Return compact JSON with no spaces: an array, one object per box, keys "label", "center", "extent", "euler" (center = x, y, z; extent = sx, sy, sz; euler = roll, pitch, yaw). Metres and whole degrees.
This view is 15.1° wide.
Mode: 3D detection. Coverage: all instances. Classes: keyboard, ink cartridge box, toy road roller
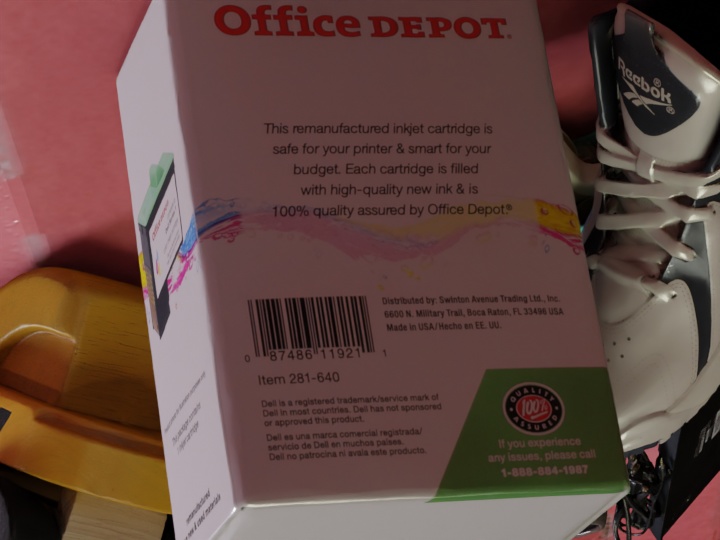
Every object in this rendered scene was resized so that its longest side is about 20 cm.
[{"label":"keyboard","center":[0.160,0.076,1.379],"extent":[0.104,0.040,0.200],"euler":[-46,160,-18]},{"label":"ink cartridge box","center":[0.000,0.000,0.970],"extent":[0.144,0.201,0.084],"euler":[-1,157,-20]},{"label":"toy road roller","center":[-0.148,0.066,1.183],"extent":[0.199,0.147,0.123],"euler":[18,180,43]}]

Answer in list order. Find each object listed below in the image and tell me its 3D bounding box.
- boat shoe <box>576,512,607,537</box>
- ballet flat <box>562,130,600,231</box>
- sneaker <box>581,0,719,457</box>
[{"label":"boat shoe","center":[0.036,0.129,1.409],"extent":[0.199,0.074,0.074],"euler":[-20,154,19]},{"label":"ballet flat","center":[0.103,-0.042,1.102],"extent":[0.199,0.068,0.070],"euler":[-22,129,22]},{"label":"sneaker","center":[0.106,-0.037,0.979],"extent":[0.200,0.079,0.130],"euler":[-55,145,-5]}]
